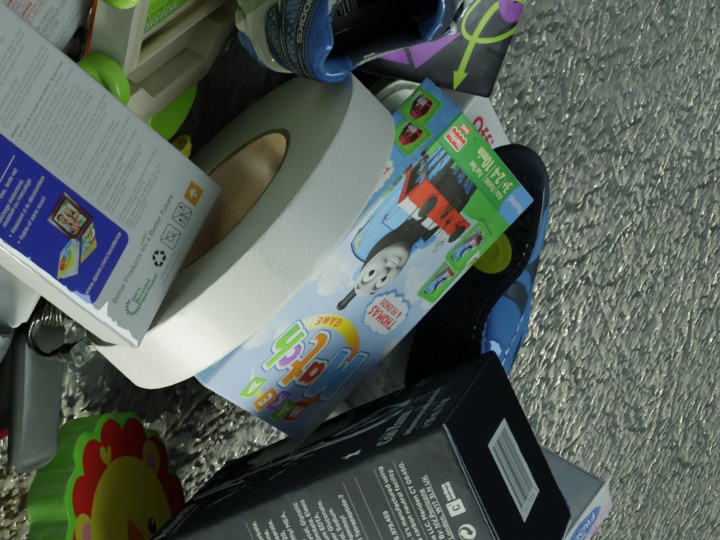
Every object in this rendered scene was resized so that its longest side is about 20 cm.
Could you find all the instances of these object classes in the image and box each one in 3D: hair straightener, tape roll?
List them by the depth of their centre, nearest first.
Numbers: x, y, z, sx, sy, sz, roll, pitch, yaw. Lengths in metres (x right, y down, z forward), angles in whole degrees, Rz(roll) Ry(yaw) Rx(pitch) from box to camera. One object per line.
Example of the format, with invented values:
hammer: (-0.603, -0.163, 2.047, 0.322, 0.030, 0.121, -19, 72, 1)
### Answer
hair straightener: (-0.157, 0.019, 1.155, 0.041, 0.077, 0.202, -10, 122, -50)
tape roll: (-0.066, -0.024, 1.166, 0.037, 0.202, 0.203, 43, 73, -20)

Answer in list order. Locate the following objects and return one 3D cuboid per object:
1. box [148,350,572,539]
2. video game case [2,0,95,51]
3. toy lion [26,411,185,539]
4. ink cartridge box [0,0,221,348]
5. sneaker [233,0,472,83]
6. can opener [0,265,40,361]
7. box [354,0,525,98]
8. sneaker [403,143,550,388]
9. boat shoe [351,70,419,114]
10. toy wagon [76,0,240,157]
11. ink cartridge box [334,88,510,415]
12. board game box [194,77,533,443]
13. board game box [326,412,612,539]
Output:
box: (0.003, 0.155, 1.280, 0.195, 0.125, 0.200, -25, -176, 14)
video game case: (-0.183, -0.153, 1.027, 0.201, 0.024, 0.182, -57, 150, -9)
toy lion: (-0.143, 0.187, 1.251, 0.200, 0.068, 0.193, -59, 135, -58)
ink cartridge box: (-0.157, -0.053, 1.042, 0.200, 0.037, 0.095, 42, 68, -40)
sneaker: (0.036, -0.157, 1.155, 0.199, 0.085, 0.077, -36, 128, -13)
can opener: (-0.201, 0.029, 1.110, 0.201, 0.052, 0.066, -61, -165, 9)
box: (0.045, -0.203, 1.214, 0.142, 0.036, 0.202, 7, 110, -35)
sneaker: (0.079, 0.006, 1.374, 0.078, 0.066, 0.202, -38, 146, -57)
boat shoe: (-0.042, -0.047, 1.296, 0.200, 0.066, 0.074, -50, 130, 5)
toy wagon: (-0.097, -0.135, 1.140, 0.155, 0.039, 0.201, -44, 158, -47)
ink cartridge box: (0.012, -0.021, 1.389, 0.201, 0.084, 0.146, -55, 150, -12)
board game box: (0.000, 0.000, 1.230, 0.200, 0.037, 0.151, -46, 155, 2)
board game box: (0.033, 0.180, 1.472, 0.200, 0.199, 0.041, -50, 150, -19)
